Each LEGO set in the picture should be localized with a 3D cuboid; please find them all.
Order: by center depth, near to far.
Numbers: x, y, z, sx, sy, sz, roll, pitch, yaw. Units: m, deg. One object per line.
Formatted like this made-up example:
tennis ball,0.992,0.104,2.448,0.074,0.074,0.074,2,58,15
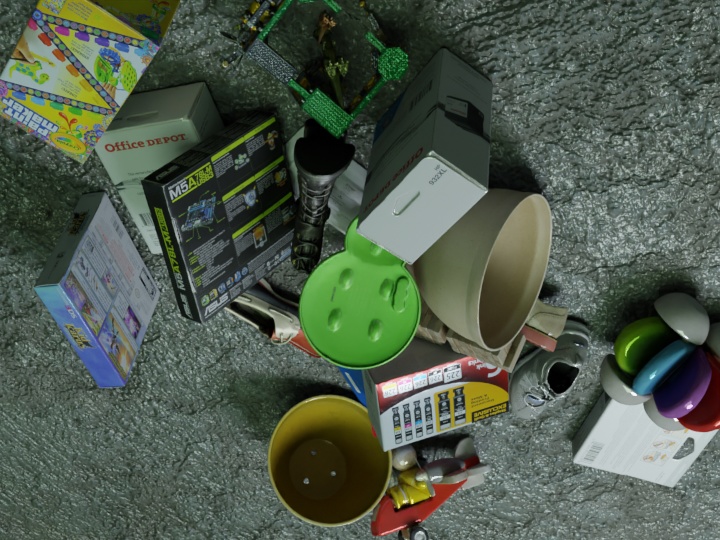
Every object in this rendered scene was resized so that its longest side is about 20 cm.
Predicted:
LEGO set,-0.051,-0.253,1.148,0.198,0.116,0.155,29,102,-22

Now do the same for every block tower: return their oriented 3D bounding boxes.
block tower,0.124,0.074,1.382,0.198,0.054,0.058,19,162,28

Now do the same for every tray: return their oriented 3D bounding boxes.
tray,-0.028,-0.098,1.327,0.199,0.022,0.107,35,128,-22

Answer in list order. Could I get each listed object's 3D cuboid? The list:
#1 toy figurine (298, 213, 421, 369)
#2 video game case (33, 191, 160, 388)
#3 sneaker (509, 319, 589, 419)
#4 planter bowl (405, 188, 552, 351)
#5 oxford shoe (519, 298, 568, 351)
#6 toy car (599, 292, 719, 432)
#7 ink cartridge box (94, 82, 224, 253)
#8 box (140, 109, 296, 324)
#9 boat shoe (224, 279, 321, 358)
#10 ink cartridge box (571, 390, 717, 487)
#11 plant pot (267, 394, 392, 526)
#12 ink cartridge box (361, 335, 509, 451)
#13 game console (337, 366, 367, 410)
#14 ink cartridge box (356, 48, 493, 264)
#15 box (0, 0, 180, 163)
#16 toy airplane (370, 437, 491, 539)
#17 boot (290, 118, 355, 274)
toy figurine,0.000,0.000,1.288,0.148,0.184,0.203,13,103,-7
video game case,-0.357,0.028,1.393,0.045,0.183,0.202,-6,132,16
sneaker,0.270,0.161,1.478,0.074,0.083,0.201,16,134,-6
planter bowl,0.141,-0.016,1.277,0.133,0.201,0.202,20,141,30
oxford shoe,0.194,0.036,1.399,0.198,0.070,0.075,29,90,-4
toy car,0.437,0.146,1.369,0.199,0.151,0.176,30,116,-18
ink cartridge box,-0.235,-0.128,1.291,0.144,0.084,0.201,-6,133,16
box,-0.161,-0.068,1.239,0.047,0.200,0.195,14,130,37
boat shoe,-0.125,0.071,1.464,0.199,0.063,0.071,39,135,-19
ink cartridge box,0.442,0.245,1.556,0.171,0.044,0.201,14,134,-5
plant pot,-0.059,0.315,1.631,0.197,0.203,0.142,16,160,-6
ink cartridge box,0.110,0.177,1.458,0.197,0.084,0.177,-16,127,-10
game console,0.064,0.143,1.544,0.169,0.119,0.201,14,144,43
ink cartridge box,0.076,-0.131,1.151,0.083,0.202,0.145,30,131,-18
box,-0.284,-0.265,1.088,0.121,0.202,0.192,31,132,-20
toy airplane,0.108,0.331,1.624,0.199,0.199,0.142,-38,90,26
boot,-0.053,-0.077,1.205,0.068,0.200,0.176,10,112,-2
